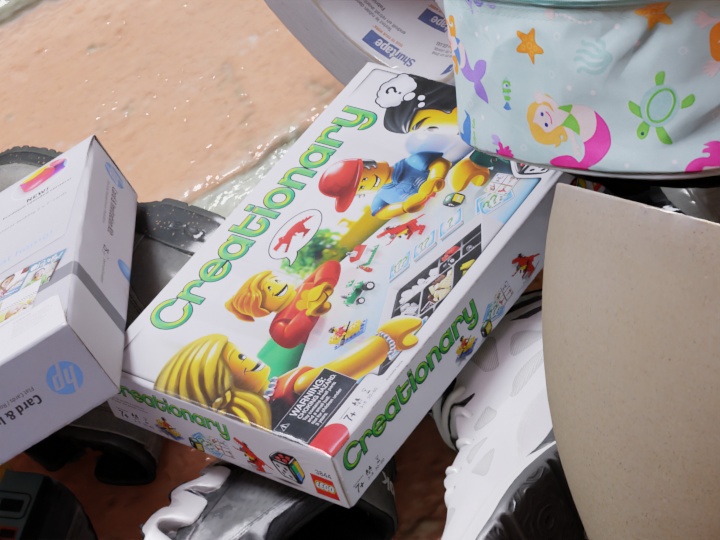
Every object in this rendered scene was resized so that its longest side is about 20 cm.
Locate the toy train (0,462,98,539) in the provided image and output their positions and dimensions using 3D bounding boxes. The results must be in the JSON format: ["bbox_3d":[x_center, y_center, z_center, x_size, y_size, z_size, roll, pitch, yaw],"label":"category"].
[{"bbox_3d":[-0.185,0.163,1.050,0.113,0.085,0.201,3,49,19],"label":"toy train"}]

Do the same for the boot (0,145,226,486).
[{"bbox_3d":[-0.141,0.020,1.180,0.199,0.068,0.131,18,65,42],"label":"boot"}]

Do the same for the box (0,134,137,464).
[{"bbox_3d":[-0.171,0.031,1.076,0.155,0.041,0.200,-31,23,10],"label":"box"}]

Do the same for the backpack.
[{"bbox_3d":[0.130,-0.108,0.958,0.199,0.151,0.177,-27,26,-33],"label":"backpack"}]

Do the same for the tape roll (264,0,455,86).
[{"bbox_3d":[0.024,-0.145,1.146,0.200,0.201,0.066,24,64,43],"label":"tape roll"}]

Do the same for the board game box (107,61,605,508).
[{"bbox_3d":[0.000,0.000,1.045,0.126,0.035,0.200,17,53,34],"label":"board game box"}]

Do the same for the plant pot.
[{"bbox_3d":[0.149,0.059,0.906,0.200,0.200,0.135,18,94,40],"label":"plant pot"}]

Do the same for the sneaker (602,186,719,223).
[{"bbox_3d":[0.162,-0.034,1.071,0.199,0.072,0.072,8,86,48],"label":"sneaker"}]

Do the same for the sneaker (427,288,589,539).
[{"bbox_3d":[0.056,0.081,1.013,0.115,0.076,0.201,1,41,42],"label":"sneaker"}]

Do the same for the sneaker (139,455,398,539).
[{"bbox_3d":[-0.014,0.078,1.050,0.090,0.067,0.200,15,54,27],"label":"sneaker"}]
